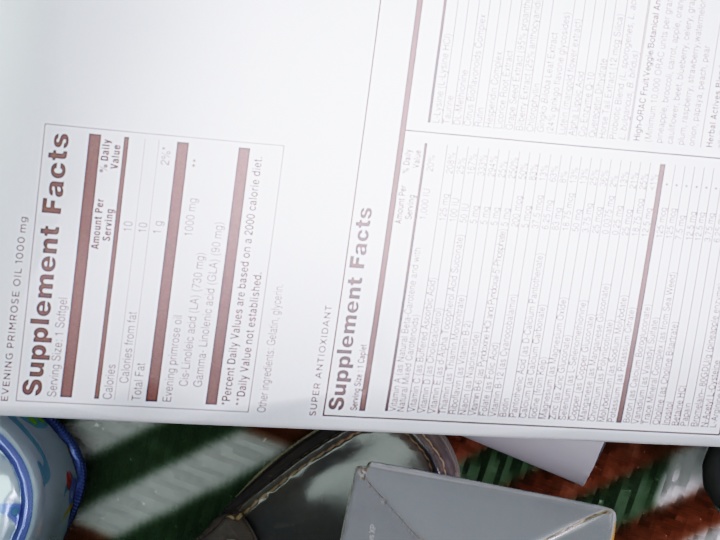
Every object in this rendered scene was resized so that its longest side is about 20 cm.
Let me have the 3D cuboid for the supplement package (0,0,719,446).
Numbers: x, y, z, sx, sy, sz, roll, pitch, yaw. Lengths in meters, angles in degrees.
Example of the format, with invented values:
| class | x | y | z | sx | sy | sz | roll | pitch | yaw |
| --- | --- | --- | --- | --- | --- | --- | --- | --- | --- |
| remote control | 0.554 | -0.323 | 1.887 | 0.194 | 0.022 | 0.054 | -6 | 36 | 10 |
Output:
| class | x | y | z | sx | sy | sz | roll | pitch | yaw |
| --- | --- | --- | --- | --- | --- | --- | --- | --- | --- |
| supplement package | -0.012 | -0.053 | 0.607 | 0.199 | 0.191 | 0.148 | 4 | 102 | -18 |

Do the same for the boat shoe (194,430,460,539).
| class | x | y | z | sx | sy | sz | roll | pitch | yaw |
| --- | --- | --- | --- | --- | --- | --- | --- | --- | --- |
| boat shoe | -0.043 | 0.127 | 0.796 | 0.074 | 0.073 | 0.200 | 44 | 98 | 4 |

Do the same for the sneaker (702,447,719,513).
| class | x | y | z | sx | sy | sz | roll | pitch | yaw |
| --- | --- | --- | --- | --- | --- | --- | --- | --- | --- |
| sneaker | 0.156 | -0.013 | 0.774 | 0.079 | 0.075 | 0.201 | 29 | 99 | 29 |

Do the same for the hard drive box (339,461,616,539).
| class | x | y | z | sx | sy | sz | roll | pitch | yaw |
| --- | --- | --- | --- | --- | --- | --- | --- | --- | --- |
| hard drive box | 0.024 | 0.169 | 0.702 | 0.076 | 0.200 | 0.157 | 10 | 66 | 7 |

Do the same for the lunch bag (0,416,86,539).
| class | x | y | z | sx | sy | sz | roll | pitch | yaw |
| --- | --- | --- | --- | --- | --- | --- | --- | --- | --- |
| lunch bag | -0.206 | 0.078 | 0.813 | 0.199 | 0.082 | 0.161 | 30 | 97 | 6 |

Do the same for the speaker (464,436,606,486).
| class | x | y | z | sx | sy | sz | roll | pitch | yaw |
| --- | --- | --- | --- | --- | --- | --- | --- | --- | --- |
| speaker | 0.000 | 0.000 | 0.779 | 0.199 | 0.081 | 0.082 | 21 | 96 | 6 |
